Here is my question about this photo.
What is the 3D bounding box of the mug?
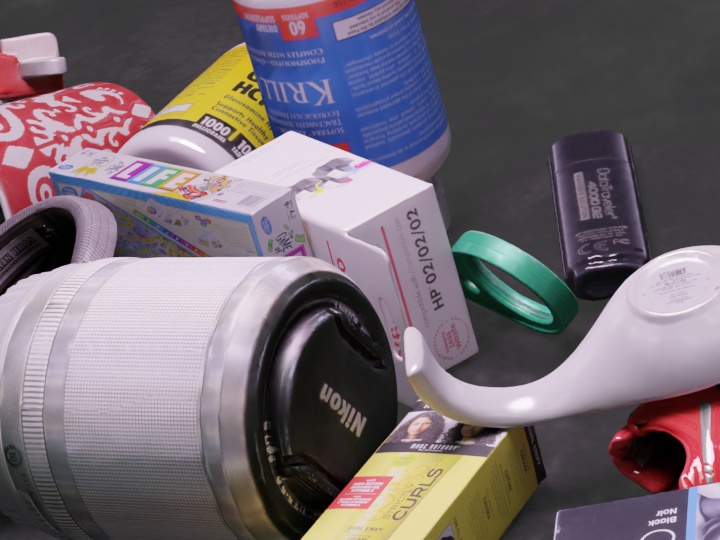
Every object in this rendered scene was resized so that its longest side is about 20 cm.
[{"bbox_3d":[-0.240,-0.049,1.914,0.177,0.134,0.200,-15,6,35],"label":"mug"}]

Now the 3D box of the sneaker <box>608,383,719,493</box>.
[{"bbox_3d":[0.164,0.073,1.494,0.085,0.077,0.200,-24,25,-4],"label":"sneaker"}]

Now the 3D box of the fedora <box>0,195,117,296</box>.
[{"bbox_3d":[-0.197,0.052,1.715,0.177,0.090,0.200,-20,36,38],"label":"fedora"}]

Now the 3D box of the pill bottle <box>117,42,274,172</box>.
[{"bbox_3d":[-0.075,-0.085,1.925,0.112,0.113,0.200,-1,30,31],"label":"pill bottle"}]

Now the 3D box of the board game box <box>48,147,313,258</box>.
[{"bbox_3d":[-0.098,0.004,1.730,0.034,0.135,0.200,-33,30,-32],"label":"board game box"}]

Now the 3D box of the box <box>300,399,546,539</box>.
[{"bbox_3d":[0.020,0.139,1.474,0.075,0.050,0.200,1,31,32],"label":"box"}]

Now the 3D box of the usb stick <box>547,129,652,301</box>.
[{"bbox_3d":[0.147,-0.037,1.780,0.055,0.033,0.200,-7,25,4],"label":"usb stick"}]

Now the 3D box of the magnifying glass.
[{"bbox_3d":[0.063,0.002,1.720,0.022,0.080,0.200,-55,25,-15],"label":"magnifying glass"}]

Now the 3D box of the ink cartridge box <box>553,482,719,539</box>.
[{"bbox_3d":[0.180,0.165,1.319,0.197,0.044,0.200,-11,29,13],"label":"ink cartridge box"}]

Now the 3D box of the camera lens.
[{"bbox_3d":[-0.092,0.073,1.551,0.199,0.160,0.160,0,29,32],"label":"camera lens"}]

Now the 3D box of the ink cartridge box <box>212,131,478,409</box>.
[{"bbox_3d":[0.000,0.000,1.698,0.068,0.115,0.200,-29,28,-23],"label":"ink cartridge box"}]

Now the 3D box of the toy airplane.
[{"bbox_3d":[-0.317,-0.127,2.174,0.199,0.142,0.200,12,0,30],"label":"toy airplane"}]

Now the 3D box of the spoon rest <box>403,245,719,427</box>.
[{"bbox_3d":[0.125,0.038,1.485,0.199,0.061,0.100,-13,37,10],"label":"spoon rest"}]

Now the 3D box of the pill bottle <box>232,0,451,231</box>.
[{"bbox_3d":[-0.005,-0.109,1.826,0.112,0.201,0.112,-14,24,7],"label":"pill bottle"}]
